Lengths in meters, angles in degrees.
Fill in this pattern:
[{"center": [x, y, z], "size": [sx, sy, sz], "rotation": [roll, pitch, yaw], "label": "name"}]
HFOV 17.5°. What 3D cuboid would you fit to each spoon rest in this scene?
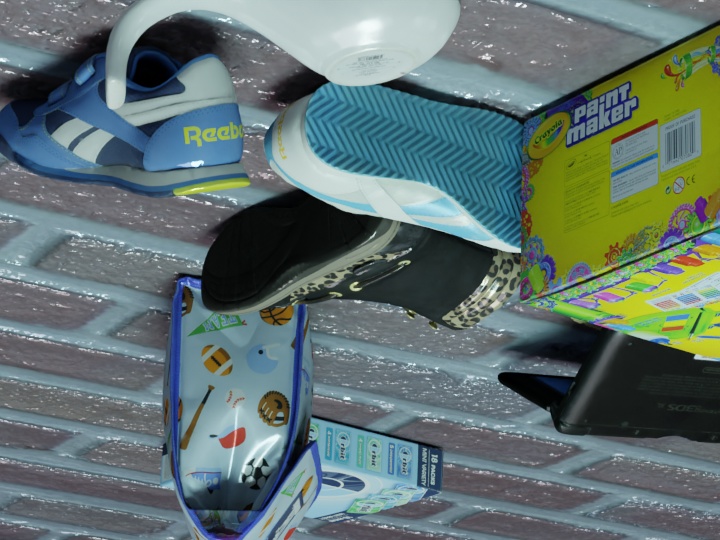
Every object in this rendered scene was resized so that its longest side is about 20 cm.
[{"center": [-0.043, -0.132, 1.269], "size": [0.198, 0.061, 0.099], "rotation": [-8, 163, -10], "label": "spoon rest"}]

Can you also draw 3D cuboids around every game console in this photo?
[{"center": [0.232, 0.068, 1.781], "size": [0.198, 0.117, 0.177], "rotation": [5, 133, -23], "label": "game console"}]

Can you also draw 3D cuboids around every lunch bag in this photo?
[{"center": [-0.089, 0.127, 1.755], "size": [0.123, 0.202, 0.170], "rotation": [3, 159, 1], "label": "lunch bag"}]

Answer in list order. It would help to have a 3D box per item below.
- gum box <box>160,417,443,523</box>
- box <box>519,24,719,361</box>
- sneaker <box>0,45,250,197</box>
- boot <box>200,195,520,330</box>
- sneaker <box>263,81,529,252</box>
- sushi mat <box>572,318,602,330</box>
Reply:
[{"center": [-0.054, 0.179, 2.119], "size": [0.199, 0.045, 0.169], "rotation": [16, 156, -33], "label": "gum box"}, {"center": [0.228, -0.038, 1.368], "size": [0.192, 0.123, 0.199], "rotation": [17, 155, -33], "label": "box"}, {"center": [-0.140, -0.092, 1.365], "size": [0.199, 0.083, 0.074], "rotation": [9, -164, 41], "label": "sneaker"}, {"center": [0.000, 0.000, 1.588], "size": [0.150, 0.074, 0.199], "rotation": [19, 149, -38], "label": "boot"}, {"center": [0.037, -0.062, 1.419], "size": [0.199, 0.077, 0.081], "rotation": [21, 163, -26], "label": "sneaker"}, {"center": [0.250, 0.021, 1.685], "size": [0.095, 0.012, 0.199], "rotation": [17, 156, -38], "label": "sushi mat"}]
